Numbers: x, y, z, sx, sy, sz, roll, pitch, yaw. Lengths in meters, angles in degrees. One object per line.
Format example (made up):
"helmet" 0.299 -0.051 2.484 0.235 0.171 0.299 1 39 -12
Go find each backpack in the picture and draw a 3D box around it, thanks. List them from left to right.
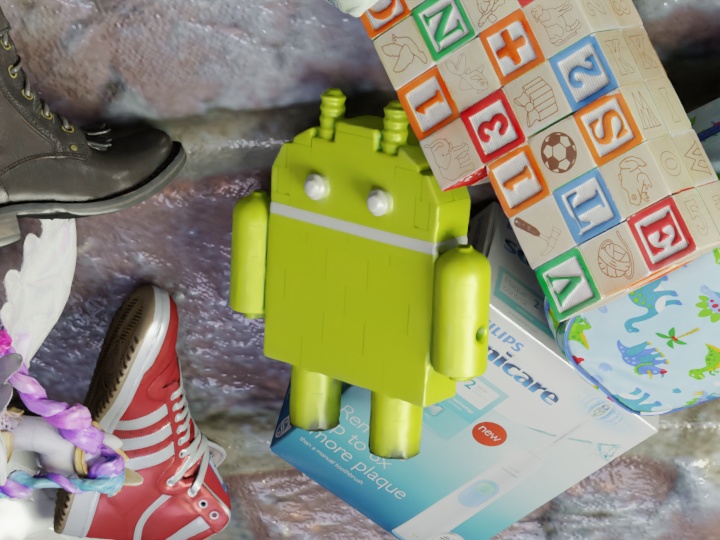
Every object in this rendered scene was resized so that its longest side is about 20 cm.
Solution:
"backpack" 0.190 -0.010 1.056 0.199 0.155 0.163 -9 146 40

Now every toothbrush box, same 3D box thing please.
"toothbrush box" 0.065 0.074 1.193 0.146 0.086 0.200 37 129 -19

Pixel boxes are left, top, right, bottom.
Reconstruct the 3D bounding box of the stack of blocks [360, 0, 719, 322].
"stack of blocks" 0.090 -0.080 0.985 0.115 0.058 0.201 -30 82 34

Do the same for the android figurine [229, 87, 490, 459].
"android figurine" 0.000 0.000 1.106 0.181 0.041 0.202 18 112 37

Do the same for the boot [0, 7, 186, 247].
"boot" -0.193 -0.107 1.081 0.069 0.199 0.176 -5 102 48

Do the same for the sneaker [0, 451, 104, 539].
"sneaker" -0.246 0.178 1.316 0.199 0.116 0.073 28 146 -35

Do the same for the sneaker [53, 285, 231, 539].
"sneaker" -0.122 0.100 1.280 0.112 0.071 0.201 14 124 -15

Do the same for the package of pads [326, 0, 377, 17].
"package of pads" 0.028 -0.234 0.860 0.200 0.068 0.155 -38 124 -8

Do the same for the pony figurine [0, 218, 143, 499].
"pony figurine" -0.230 0.066 1.174 0.198 0.167 0.194 9 139 6
